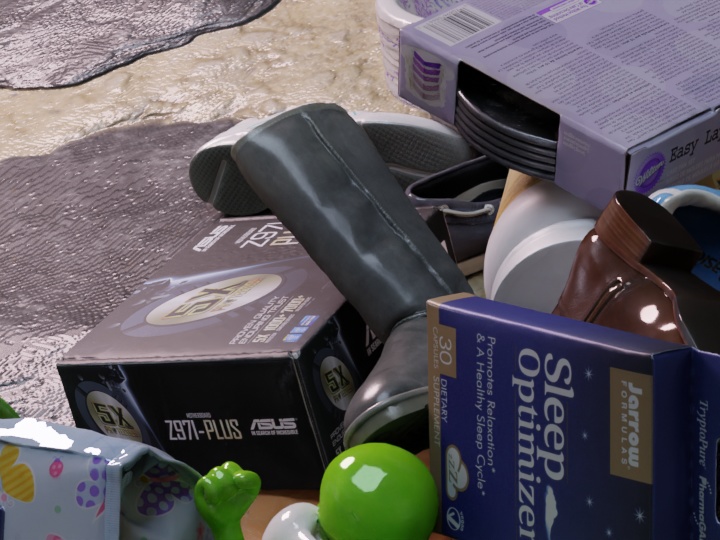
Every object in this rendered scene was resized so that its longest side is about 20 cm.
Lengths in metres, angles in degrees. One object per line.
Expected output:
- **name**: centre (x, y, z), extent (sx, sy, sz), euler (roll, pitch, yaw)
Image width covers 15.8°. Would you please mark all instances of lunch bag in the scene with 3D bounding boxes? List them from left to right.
- **lunch bag**: centre (-0.157, 0.161, 1.300), extent (0.169, 0.201, 0.127), euler (7, 36, 29)

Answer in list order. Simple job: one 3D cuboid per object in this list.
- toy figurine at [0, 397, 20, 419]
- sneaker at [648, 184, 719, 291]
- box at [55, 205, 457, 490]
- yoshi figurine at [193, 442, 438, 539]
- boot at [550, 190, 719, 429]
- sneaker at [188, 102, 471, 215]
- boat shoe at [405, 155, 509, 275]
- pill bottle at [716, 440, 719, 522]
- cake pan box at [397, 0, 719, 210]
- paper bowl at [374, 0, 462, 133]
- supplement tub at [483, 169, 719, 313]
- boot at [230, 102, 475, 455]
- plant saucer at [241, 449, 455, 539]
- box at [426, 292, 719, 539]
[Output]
- **toy figurine**: centre (-0.281, 0.175, 1.420), extent (0.199, 0.150, 0.185), euler (-25, 35, 24)
- **sneaker**: centre (0.233, 0.017, 1.366), extent (0.199, 0.072, 0.072), euler (26, 1, 9)
- **box**: centre (-0.052, 0.043, 1.522), extent (0.163, 0.086, 0.200), euler (-3, 25, 31)
- **yoshi figurine**: centre (-0.022, 0.140, 1.261), extent (0.111, 0.113, 0.200), euler (-9, 14, 25)
- **boot**: centre (0.123, 0.089, 1.284), extent (0.064, 0.200, 0.187), euler (15, 29, -29)
- **sneaker**: centre (-0.016, -0.087, 1.774), extent (0.199, 0.071, 0.080), euler (0, 31, 22)
- **boat shoe**: centre (0.112, -0.060, 1.685), extent (0.199, 0.063, 0.073), euler (-26, 33, -20)
- **pill bottle**: centre (0.196, 0.103, 1.334), extent (0.119, 0.120, 0.200), euler (-26, 33, -20)
- **cake pan box**: centre (0.147, -0.115, 1.495), extent (0.200, 0.053, 0.184), euler (-27, 42, -36)
- **paper bowl**: centre (0.114, -0.152, 1.779), extent (0.200, 0.105, 0.201), euler (-7, 23, 3)
- **supplement tub**: centre (0.150, -0.020, 1.528), extent (0.144, 0.145, 0.200), euler (-4, 33, 15)
- **boot**: centre (-0.002, 0.001, 1.403), extent (0.072, 0.200, 0.182), euler (-38, -11, 26)
- **plant saucer**: centre (0.011, 0.141, 1.412), extent (0.199, 0.032, 0.201), euler (-13, 26, 6)
- **box**: centre (0.103, 0.085, 1.239), extent (0.032, 0.122, 0.200), euler (-9, 13, -37)
